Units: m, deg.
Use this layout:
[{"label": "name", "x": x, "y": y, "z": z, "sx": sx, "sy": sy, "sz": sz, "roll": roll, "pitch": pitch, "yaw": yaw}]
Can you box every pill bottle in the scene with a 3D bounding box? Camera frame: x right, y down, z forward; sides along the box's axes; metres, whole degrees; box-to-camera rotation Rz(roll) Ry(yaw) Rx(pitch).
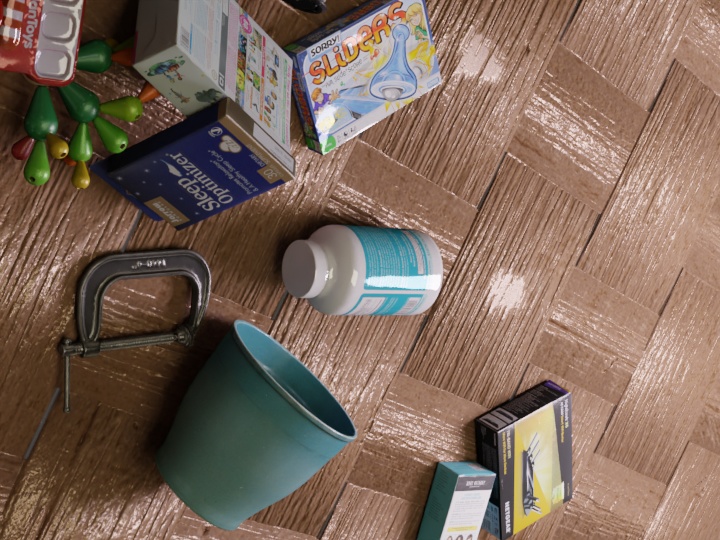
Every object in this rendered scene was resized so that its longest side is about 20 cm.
[{"label": "pill bottle", "x": 0.000, "y": 0.000, "z": 1.681, "sx": 0.198, "sy": 0.110, "sz": 0.112, "roll": 2, "pitch": 107, "yaw": -41}]

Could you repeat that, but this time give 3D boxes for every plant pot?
[{"label": "plant pot", "x": -0.137, "y": 0.196, "z": 1.605, "sx": 0.188, "sy": 0.200, "sz": 0.200, "roll": -47, "pitch": 133, "yaw": 6}]

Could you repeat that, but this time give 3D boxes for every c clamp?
[{"label": "c clamp", "x": -0.258, "y": 0.058, "z": 1.549, "sx": 0.198, "sy": 0.027, "sz": 0.173, "roll": -12, "pitch": 110, "yaw": -35}]

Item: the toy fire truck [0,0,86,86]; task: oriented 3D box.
[{"label": "toy fire truck", "x": -0.333, "y": -0.284, "z": 1.270, "sx": 0.166, "sy": 0.112, "sz": 0.203, "roll": 4, "pitch": 101, "yaw": -39}]

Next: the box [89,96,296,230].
[{"label": "box", "x": -0.182, "y": -0.105, "z": 1.444, "sx": 0.121, "sy": 0.198, "sz": 0.033, "roll": 41, "pitch": 39, "yaw": -42}]

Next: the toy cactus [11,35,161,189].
[{"label": "toy cactus", "x": -0.298, "y": -0.187, "z": 1.380, "sx": 0.165, "sy": 0.102, "sz": 0.200, "roll": 45, "pitch": 79, "yaw": -23}]

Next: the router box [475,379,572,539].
[{"label": "router box", "x": 0.252, "y": 0.289, "z": 2.056, "sx": 0.156, "sy": 0.052, "sz": 0.202, "roll": -24, "pitch": 122, "yaw": -31}]

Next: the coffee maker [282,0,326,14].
[{"label": "coffee maker", "x": -0.072, "y": -0.406, "z": 1.435, "sx": 0.191, "sy": 0.134, "sz": 0.202, "roll": 28, "pitch": 88, "yaw": -43}]

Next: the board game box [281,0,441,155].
[{"label": "board game box", "x": 0.005, "y": -0.247, "z": 1.633, "sx": 0.199, "sy": 0.034, "sz": 0.137, "roll": -34, "pitch": 127, "yaw": -25}]

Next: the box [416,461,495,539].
[{"label": "box", "x": 0.131, "y": 0.385, "z": 1.995, "sx": 0.082, "sy": 0.049, "sz": 0.203, "roll": 6, "pitch": 104, "yaw": -42}]

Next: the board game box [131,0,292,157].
[{"label": "board game box", "x": -0.153, "y": -0.220, "z": 1.436, "sx": 0.200, "sy": 0.064, "sz": 0.149, "roll": 42, "pitch": 36, "yaw": -42}]
